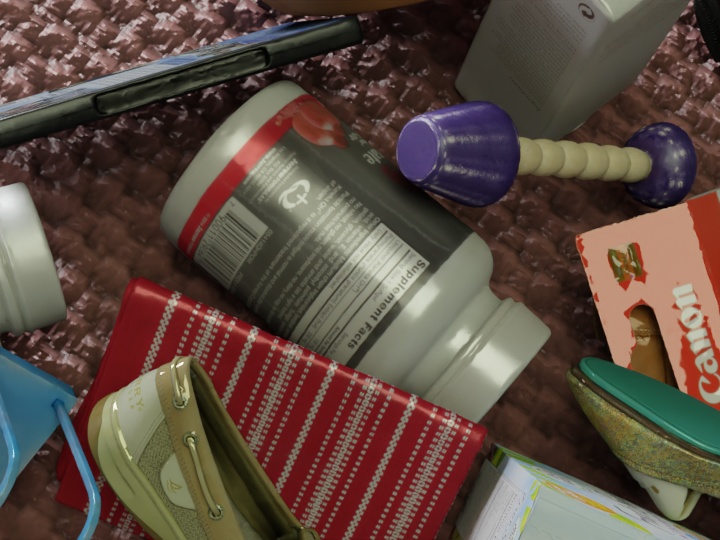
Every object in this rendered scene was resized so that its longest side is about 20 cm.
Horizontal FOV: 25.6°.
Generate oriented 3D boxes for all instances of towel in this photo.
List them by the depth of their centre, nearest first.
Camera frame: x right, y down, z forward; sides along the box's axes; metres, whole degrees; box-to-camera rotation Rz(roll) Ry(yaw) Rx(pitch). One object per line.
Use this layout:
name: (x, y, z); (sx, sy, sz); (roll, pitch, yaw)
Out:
towel: (-0.052, 0.098, 0.829); (0.200, 0.022, 0.145); (23, 115, -1)

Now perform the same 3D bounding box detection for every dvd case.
dvd case: (-0.110, -0.104, 0.869); (0.200, 0.143, 0.018); (-18, 102, -14)

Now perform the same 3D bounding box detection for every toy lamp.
toy lamp: (0.103, -0.061, 0.863); (0.200, 0.058, 0.058); (-2, 70, -40)

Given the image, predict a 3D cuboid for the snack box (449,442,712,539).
snack box: (0.138, 0.155, 0.789); (0.169, 0.200, 0.068); (24, 87, 0)

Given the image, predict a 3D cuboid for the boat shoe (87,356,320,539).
boat shoe: (-0.052, 0.133, 0.793); (0.063, 0.073, 0.201); (-31, 102, 22)

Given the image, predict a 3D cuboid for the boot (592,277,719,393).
boot: (0.210, 0.001, 0.928); (0.155, 0.077, 0.200); (2, 80, -4)

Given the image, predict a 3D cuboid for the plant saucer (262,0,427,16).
plant saucer: (0.023, -0.185, 0.904); (0.200, 0.200, 0.037); (-19, 113, -14)

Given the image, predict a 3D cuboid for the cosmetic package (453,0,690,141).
cosmetic package: (0.125, -0.145, 0.884); (0.102, 0.200, 0.074); (-37, 82, -18)

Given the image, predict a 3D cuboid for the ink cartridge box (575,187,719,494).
ink cartridge box: (0.239, 0.025, 0.864); (0.200, 0.057, 0.163); (-16, 85, -13)

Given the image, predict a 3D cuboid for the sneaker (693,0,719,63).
sneaker: (0.303, -0.137, 0.986); (0.200, 0.076, 0.116); (46, 66, -4)

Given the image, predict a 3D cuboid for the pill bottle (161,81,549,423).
pill bottle: (0.000, 0.000, 0.858); (0.200, 0.111, 0.111); (40, 71, 4)

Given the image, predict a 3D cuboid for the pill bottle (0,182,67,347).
pill bottle: (-0.259, 0.020, 0.819); (0.200, 0.109, 0.109); (-18, 76, -14)

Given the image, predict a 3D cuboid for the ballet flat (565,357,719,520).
ballet flat: (0.194, 0.109, 0.827); (0.200, 0.071, 0.071); (21, 70, 9)

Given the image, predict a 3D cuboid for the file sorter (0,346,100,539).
file sorter: (-0.239, 0.089, 0.724); (0.200, 0.123, 0.139); (36, 97, -32)
